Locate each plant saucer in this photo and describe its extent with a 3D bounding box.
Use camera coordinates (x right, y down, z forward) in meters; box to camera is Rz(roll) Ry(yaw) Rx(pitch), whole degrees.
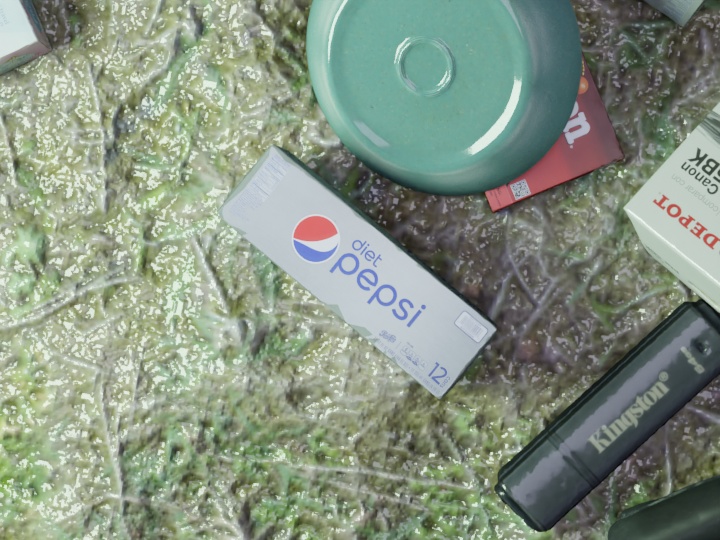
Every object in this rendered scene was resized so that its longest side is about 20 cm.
[{"bbox_3d":[0.049,-0.142,0.924,0.199,0.036,0.201,8,114,19],"label":"plant saucer"}]

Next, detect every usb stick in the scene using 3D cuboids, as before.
[{"bbox_3d":[0.180,0.103,0.955,0.200,0.033,0.055,-43,86,3],"label":"usb stick"}]

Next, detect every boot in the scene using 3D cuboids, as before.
[{"bbox_3d":[0.246,0.147,0.861,0.199,0.165,0.066,-24,74,25],"label":"boot"}]

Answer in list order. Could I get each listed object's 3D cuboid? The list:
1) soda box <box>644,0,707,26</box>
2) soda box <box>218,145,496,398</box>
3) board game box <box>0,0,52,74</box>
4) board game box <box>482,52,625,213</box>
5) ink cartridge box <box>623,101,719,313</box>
[{"bbox_3d":[0.168,-0.259,0.936,0.200,0.063,0.068,35,71,4],"label":"soda box"},{"bbox_3d":[0.000,0.000,0.945,0.200,0.068,0.064,40,94,4],"label":"soda box"},{"bbox_3d":[-0.357,-0.213,0.996,0.198,0.043,0.201,-24,87,4],"label":"board game box"},{"bbox_3d":[0.104,-0.153,0.971,0.103,0.019,0.201,-22,88,3],"label":"board game box"},{"bbox_3d":[0.297,-0.059,0.897,0.200,0.083,0.147,-48,60,2],"label":"ink cartridge box"}]
